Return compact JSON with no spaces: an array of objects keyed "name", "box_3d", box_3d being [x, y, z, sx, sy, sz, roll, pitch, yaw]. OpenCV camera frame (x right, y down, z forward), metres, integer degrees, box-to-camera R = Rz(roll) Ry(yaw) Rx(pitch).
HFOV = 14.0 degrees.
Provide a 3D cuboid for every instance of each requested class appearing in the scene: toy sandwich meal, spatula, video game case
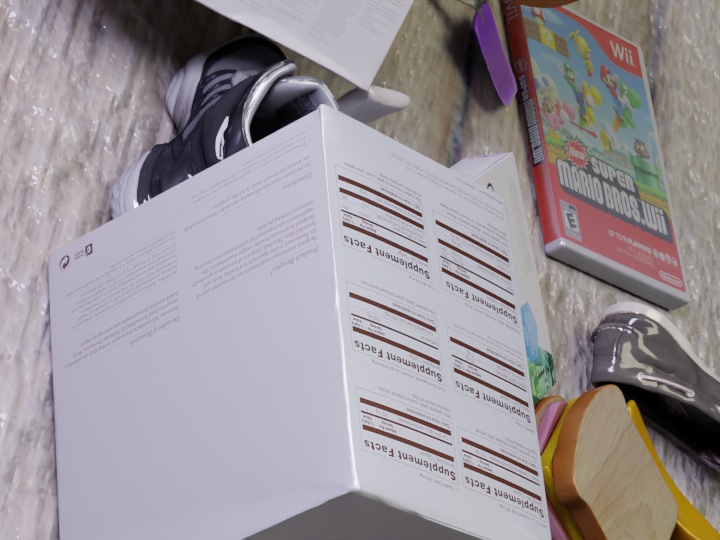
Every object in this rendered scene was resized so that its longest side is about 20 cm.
[{"name":"toy sandwich meal","box_3d":[0.155,0.160,1.720,0.205,0.070,0.205,33,43,-38]},{"name":"spatula","box_3d":[0.046,-0.191,1.857,0.200,0.021,0.057,53,22,-11]},{"name":"video game case","box_3d":[0.155,-0.082,1.939,0.143,0.017,0.200,22,50,-45]}]

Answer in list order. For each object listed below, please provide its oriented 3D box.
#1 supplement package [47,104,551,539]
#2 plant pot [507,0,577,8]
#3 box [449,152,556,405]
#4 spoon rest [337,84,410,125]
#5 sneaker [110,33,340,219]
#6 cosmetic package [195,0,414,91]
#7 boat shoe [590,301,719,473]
[{"name":"supplement package","box_3d":[-0.032,0.065,1.414,0.147,0.191,0.200,25,49,-43]},{"name":"plant pot","box_3d":[0.063,-0.255,1.657,0.140,0.200,0.200,4,63,-36]},{"name":"box","box_3d":[0.061,0.021,1.648,0.200,0.036,0.144,-35,115,-68]},{"name":"spoon rest","box_3d":[0.000,0.000,1.644,0.099,0.061,0.200,13,71,-49]},{"name":"sneaker","box_3d":[-0.051,-0.078,1.559,0.076,0.114,0.200,52,34,-18]},{"name":"cosmetic package","box_3d":[-0.056,-0.173,1.571,0.200,0.083,0.051,26,6,-44]},{"name":"boat shoe","box_3d":[0.216,0.097,1.863,0.200,0.067,0.057,38,56,-26]}]
